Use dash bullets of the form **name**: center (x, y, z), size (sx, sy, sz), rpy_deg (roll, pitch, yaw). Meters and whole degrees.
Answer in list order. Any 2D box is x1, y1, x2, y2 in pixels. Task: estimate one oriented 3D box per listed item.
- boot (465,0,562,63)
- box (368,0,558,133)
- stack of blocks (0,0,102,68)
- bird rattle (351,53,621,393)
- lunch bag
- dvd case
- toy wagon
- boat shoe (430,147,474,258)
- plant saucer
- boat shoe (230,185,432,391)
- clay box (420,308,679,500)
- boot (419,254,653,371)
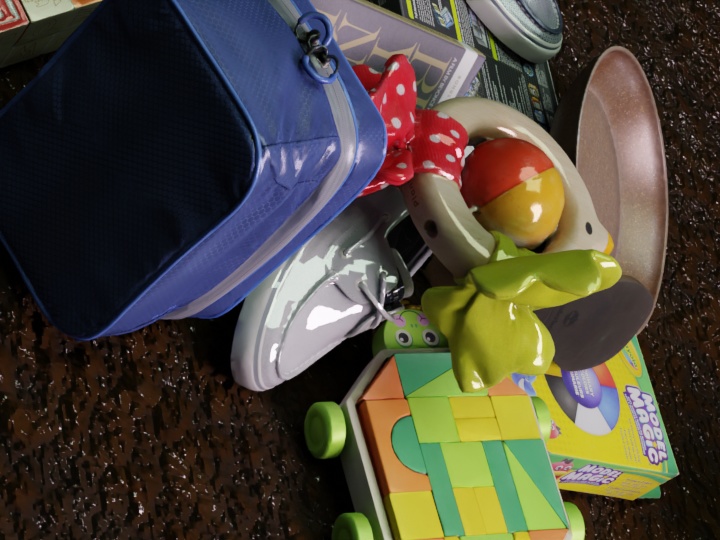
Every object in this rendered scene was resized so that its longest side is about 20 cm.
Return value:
- **boot**: center (0.099, -0.247, 1.572), size (0.201, 0.090, 0.073), rpy_deg (56, 33, 0)
- **box**: center (0.064, -0.165, 1.582), size (0.160, 0.044, 0.201), rpy_deg (20, 48, -41)
- **stack of blocks**: center (-0.157, -0.191, 1.253), size (0.199, 0.059, 0.116), rpy_deg (-23, 81, -35)
- **bird rattle**: center (0.062, -0.037, 1.280), size (0.200, 0.113, 0.163), rpy_deg (50, 39, 15)
- **lunch bag**: center (-0.085, -0.066, 1.176), size (0.132, 0.200, 0.136), rpy_deg (-11, 66, -56)
- **dvd case**: center (-0.029, -0.090, 1.325), size (0.199, 0.149, 0.016), rpy_deg (17, 17, -44)
- **toy wagon**: center (0.044, 0.098, 1.306), size (0.154, 0.040, 0.201), rpy_deg (1, 61, -31)
- **boat shoe**: center (0.028, -0.087, 1.430), size (0.075, 0.068, 0.200), rpy_deg (-41, 90, -24)
- **plant saucer**: center (0.167, -0.053, 1.571), size (0.200, 0.036, 0.202), rpy_deg (-2, 90, -66)
- **boat shoe**: center (0.000, 0.000, 1.299), size (0.200, 0.068, 0.072), rpy_deg (-47, 145, -41)
- **clay box**: center (0.131, 0.081, 1.460), size (0.199, 0.047, 0.116), rpy_deg (12, 54, -44)
- **boot**: center (0.112, 0.013, 1.399), size (0.075, 0.074, 0.199), rpy_deg (43, 19, 32)
